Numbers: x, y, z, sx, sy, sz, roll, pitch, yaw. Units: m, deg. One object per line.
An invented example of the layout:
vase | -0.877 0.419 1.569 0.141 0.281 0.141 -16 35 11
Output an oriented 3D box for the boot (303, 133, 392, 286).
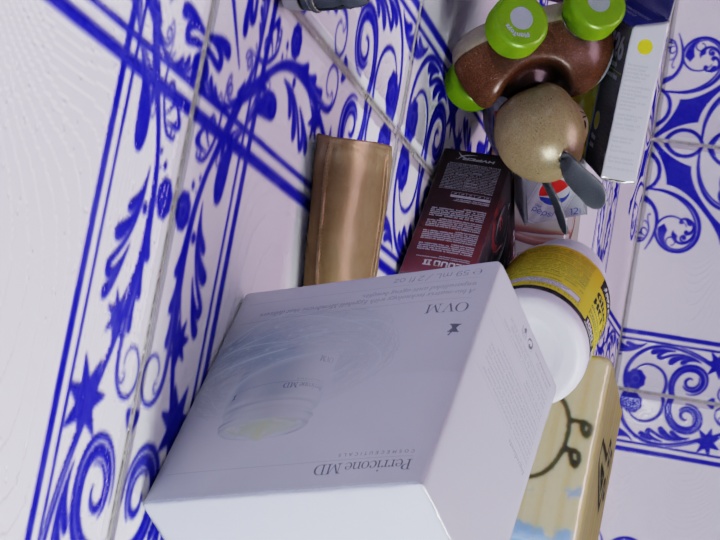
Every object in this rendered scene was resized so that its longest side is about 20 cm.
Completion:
boot | 0.000 0.000 1.389 0.175 0.065 0.203 -2 99 -75

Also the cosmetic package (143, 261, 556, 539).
cosmetic package | -0.002 0.112 1.138 0.124 0.197 0.201 62 34 -33

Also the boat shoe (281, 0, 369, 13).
boat shoe | -0.018 -0.271 1.177 0.073 0.061 0.202 -47 143 -65

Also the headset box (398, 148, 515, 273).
headset box | 0.094 0.005 1.719 0.150 0.074 0.201 84 20 -44

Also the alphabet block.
alphabet block | 0.162 0.200 1.858 0.197 0.193 0.202 65 35 -67

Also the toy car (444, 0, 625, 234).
toy car | 0.182 -0.141 1.642 0.164 0.156 0.202 130 -56 -70

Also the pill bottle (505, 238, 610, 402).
pill bottle | 0.178 0.041 1.684 0.200 0.111 0.114 -50 145 -64

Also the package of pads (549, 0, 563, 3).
package of pads | 0.164 -0.307 1.719 0.200 0.119 0.077 -20 128 -73

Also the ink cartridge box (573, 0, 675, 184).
ink cartridge box | 0.251 -0.204 1.723 0.198 0.046 0.202 -103 -159 -74

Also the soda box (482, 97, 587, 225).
soda box | 0.175 -0.130 1.810 0.201 0.067 0.064 -104 -174 -54

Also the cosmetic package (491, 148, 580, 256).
cosmetic package | 0.201 -0.109 2.007 0.087 0.102 0.203 -24 120 -70
